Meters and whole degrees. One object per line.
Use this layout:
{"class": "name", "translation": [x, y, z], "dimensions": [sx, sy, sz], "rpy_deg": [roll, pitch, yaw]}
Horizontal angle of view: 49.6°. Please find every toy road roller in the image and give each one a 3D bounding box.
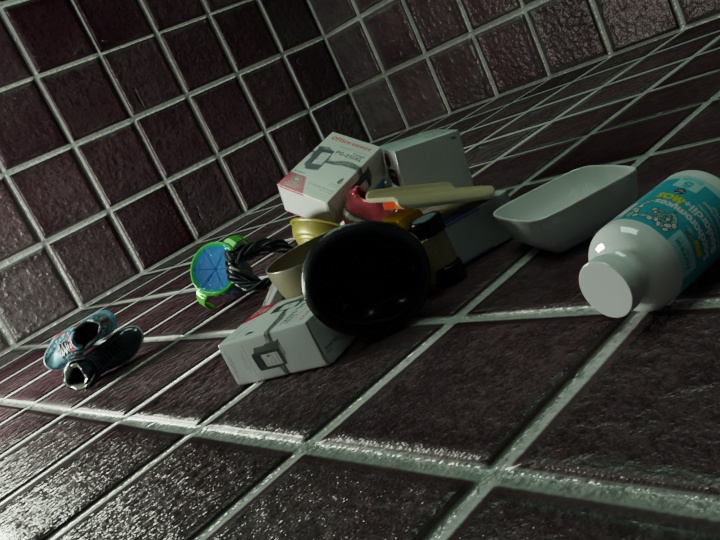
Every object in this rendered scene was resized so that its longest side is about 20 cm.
{"class": "toy road roller", "translation": [0.073, -0.022, 1.340], "dimensions": [0.146, 0.123, 0.200], "rpy_deg": [-29, 13, -14]}

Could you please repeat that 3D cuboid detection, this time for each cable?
{"class": "cable", "translation": [-0.223, -0.014, 1.860], "dimensions": [0.199, 0.051, 0.163], "rpy_deg": [-4, 40, -22]}

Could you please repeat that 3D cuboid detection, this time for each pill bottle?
{"class": "pill bottle", "translation": [0.337, -0.026, 0.886], "dimensions": [0.200, 0.111, 0.111], "rpy_deg": [-34, 15, -28]}

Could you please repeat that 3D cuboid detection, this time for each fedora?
{"class": "fedora", "translation": [0.006, 0.006, 1.210], "dimensions": [0.200, 0.201, 0.092], "rpy_deg": [-26, 16, -1]}

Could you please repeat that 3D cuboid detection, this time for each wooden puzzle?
{"class": "wooden puzzle", "translation": [0.122, -0.132, 1.416], "dimensions": [0.184, 0.037, 0.200], "rpy_deg": [-8, 11, -15]}

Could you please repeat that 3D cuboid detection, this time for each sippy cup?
{"class": "sippy cup", "translation": [-0.340, 0.006, 1.976], "dimensions": [0.177, 0.140, 0.130], "rpy_deg": [-28, -17, 13]}

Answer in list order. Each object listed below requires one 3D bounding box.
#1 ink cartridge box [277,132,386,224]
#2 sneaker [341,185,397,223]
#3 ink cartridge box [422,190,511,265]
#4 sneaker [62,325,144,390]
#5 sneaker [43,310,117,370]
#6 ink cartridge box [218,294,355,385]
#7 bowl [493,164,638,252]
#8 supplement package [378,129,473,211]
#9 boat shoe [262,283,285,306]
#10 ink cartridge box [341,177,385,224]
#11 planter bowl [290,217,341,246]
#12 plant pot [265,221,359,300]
{"class": "ink cartridge box", "translation": [-0.059, -0.199, 1.696], "dimensions": [0.144, 0.085, 0.200], "rpy_deg": [23, 56, 31]}
{"class": "sneaker", "translation": [0.057, -0.115, 1.585], "dimensions": [0.199, 0.087, 0.074], "rpy_deg": [18, 32, 13]}
{"class": "ink cartridge box", "translation": [0.181, -0.080, 1.449], "dimensions": [0.144, 0.085, 0.200], "rpy_deg": [-29, 12, -16]}
{"class": "sneaker", "translation": [-0.595, 0.204, 1.800], "dimensions": [0.202, 0.077, 0.146], "rpy_deg": [-37, 3, -7]}
{"class": "sneaker", "translation": [-0.667, 0.162, 1.810], "dimensions": [0.200, 0.079, 0.096], "rpy_deg": [-39, 3, 4]}
{"class": "ink cartridge box", "translation": [-0.109, 0.104, 1.284], "dimensions": [0.199, 0.084, 0.145], "rpy_deg": [-17, 16, 34]}
{"class": "bowl", "translation": [0.333, -0.096, 1.248], "dimensions": [0.199, 0.075, 0.200], "rpy_deg": [-28, 13, -7]}
{"class": "supplement package", "translation": [0.146, -0.197, 1.703], "dimensions": [0.146, 0.192, 0.200], "rpy_deg": [-19, 12, -5]}
{"class": "boat shoe", "translation": [-0.148, 0.040, 1.564], "dimensions": [0.066, 0.072, 0.201], "rpy_deg": [-26, 38, 53]}
{"class": "ink cartridge box", "translation": [-0.020, -0.141, 1.840], "dimensions": [0.128, 0.201, 0.125], "rpy_deg": [-31, 46, -23]}
{"class": "planter bowl", "translation": [-0.066, -0.038, 1.666], "dimensions": [0.200, 0.200, 0.084], "rpy_deg": [-4, 67, 58]}
{"class": "plant pot", "translation": [-0.054, 0.016, 1.409], "dimensions": [0.199, 0.135, 0.200], "rpy_deg": [-24, 14, 6]}
